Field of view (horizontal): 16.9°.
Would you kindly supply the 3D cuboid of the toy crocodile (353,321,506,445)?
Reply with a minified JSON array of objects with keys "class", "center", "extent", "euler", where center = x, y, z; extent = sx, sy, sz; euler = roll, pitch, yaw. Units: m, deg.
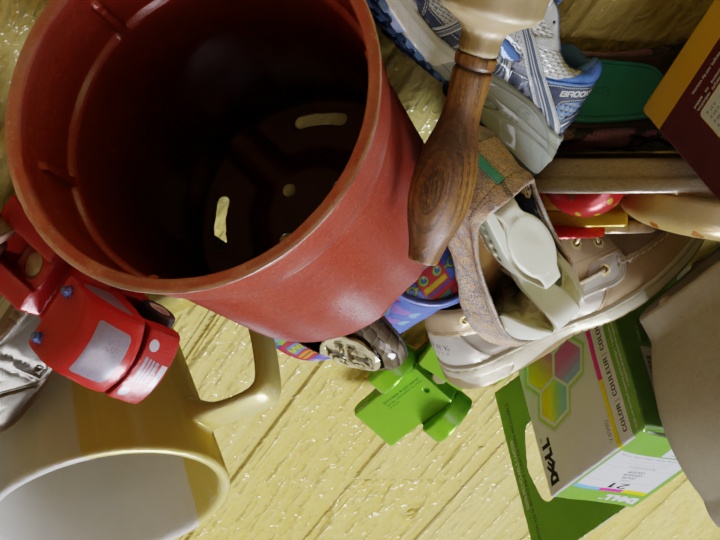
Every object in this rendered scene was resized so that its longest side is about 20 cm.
[{"class":"toy crocodile","center":[0.063,0.056,1.643],"extent":[0.067,0.062,0.200],"euler":[38,133,-5]}]

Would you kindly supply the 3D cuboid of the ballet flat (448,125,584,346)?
[{"class":"ballet flat","center":[0.086,-0.002,1.328],"extent":[0.068,0.067,0.200],"euler":[-46,145,-9]}]

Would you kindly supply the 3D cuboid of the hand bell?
[{"class":"hand bell","center":[0.055,-0.099,1.219],"extent":[0.104,0.104,0.200],"euler":[6,106,-31]}]

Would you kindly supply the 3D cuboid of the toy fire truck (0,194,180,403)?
[{"class":"toy fire truck","center":[-0.193,-0.014,1.271],"extent":[0.141,0.200,0.049],"euler":[22,107,-43]}]

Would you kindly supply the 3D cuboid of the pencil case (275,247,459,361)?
[{"class":"pencil case","center":[0.000,0.000,1.449],"extent":[0.087,0.078,0.200],"euler":[38,156,-11]}]

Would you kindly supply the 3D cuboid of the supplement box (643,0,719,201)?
[{"class":"supplement box","center":[0.292,-0.093,1.276],"extent":[0.133,0.200,0.197],"euler":[12,121,-37]}]

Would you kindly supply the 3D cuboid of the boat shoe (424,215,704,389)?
[{"class":"boat shoe","center":[0.129,-0.003,1.533],"extent":[0.200,0.074,0.069],"euler":[-33,121,-6]}]

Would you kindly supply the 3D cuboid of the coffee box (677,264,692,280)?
[{"class":"coffee box","center":[0.295,0.085,1.633],"extent":[0.114,0.200,0.080],"euler":[-17,156,8]}]

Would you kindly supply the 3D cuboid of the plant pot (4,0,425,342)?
[{"class":"plant pot","center":[-0.055,-0.056,1.281],"extent":[0.200,0.201,0.195],"euler":[-20,158,12]}]

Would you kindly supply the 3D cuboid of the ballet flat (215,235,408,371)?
[{"class":"ballet flat","center":[-0.064,0.014,1.408],"extent":[0.200,0.046,0.067],"euler":[27,150,19]}]

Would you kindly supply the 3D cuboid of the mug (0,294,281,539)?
[{"class":"mug","center":[-0.149,0.076,1.492],"extent":[0.186,0.153,0.150],"euler":[-8,150,-10]}]

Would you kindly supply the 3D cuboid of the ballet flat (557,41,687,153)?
[{"class":"ballet flat","center":[0.176,-0.096,1.425],"extent":[0.200,0.069,0.071],"euler":[-2,166,-18]}]

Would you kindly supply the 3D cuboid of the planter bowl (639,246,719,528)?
[{"class":"planter bowl","center":[0.256,0.043,1.485],"extent":[0.200,0.135,0.200],"euler":[-39,178,-2]}]

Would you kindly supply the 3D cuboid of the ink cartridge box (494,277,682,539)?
[{"class":"ink cartridge box","center":[0.140,0.094,1.643],"extent":[0.076,0.148,0.200],"euler":[10,143,-35]}]

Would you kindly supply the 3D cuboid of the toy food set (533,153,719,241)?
[{"class":"toy food set","center":[0.153,-0.044,1.427],"extent":[0.199,0.049,0.198],"euler":[-1,-176,3]}]

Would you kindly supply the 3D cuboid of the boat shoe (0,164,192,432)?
[{"class":"boat shoe","center":[-0.178,0.002,1.396],"extent":[0.200,0.065,0.072],"euler":[-51,133,6]}]

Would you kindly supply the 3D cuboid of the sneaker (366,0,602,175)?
[{"class":"sneaker","center":[0.059,-0.140,1.297],"extent":[0.085,0.077,0.200],"euler":[-47,131,2]}]
